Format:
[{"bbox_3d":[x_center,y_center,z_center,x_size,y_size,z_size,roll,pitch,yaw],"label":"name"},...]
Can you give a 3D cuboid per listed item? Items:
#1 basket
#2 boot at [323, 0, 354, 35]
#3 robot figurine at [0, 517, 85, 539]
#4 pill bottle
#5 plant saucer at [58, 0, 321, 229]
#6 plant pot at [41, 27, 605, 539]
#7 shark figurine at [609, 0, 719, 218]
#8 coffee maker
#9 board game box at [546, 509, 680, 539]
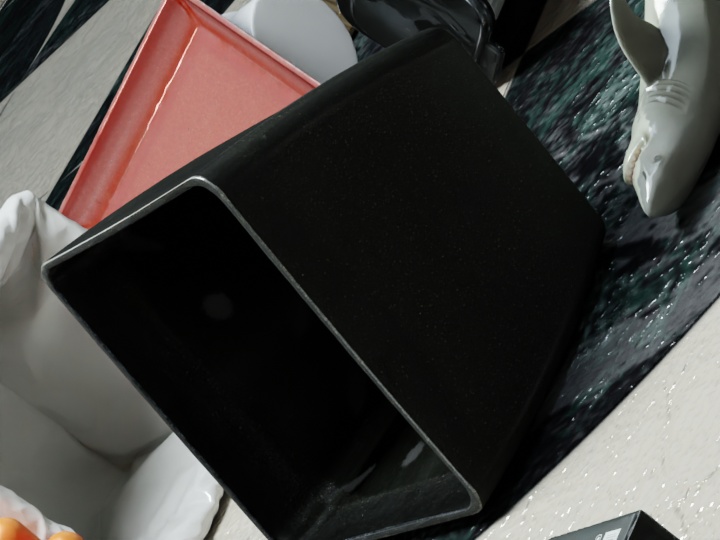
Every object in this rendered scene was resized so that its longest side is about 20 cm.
[{"bbox_3d":[-0.192,0.105,1.550,0.161,0.198,0.201,-41,19,44],"label":"basket"},{"bbox_3d":[-0.054,-0.186,2.079,0.201,0.072,0.166,-64,8,-34],"label":"boot"},{"bbox_3d":[-0.191,0.234,1.376,0.201,0.143,0.117,-70,12,-20],"label":"robot figurine"},{"bbox_3d":[-0.097,-0.117,1.916,0.200,0.114,0.115,-36,22,43],"label":"pill bottle"},{"bbox_3d":[-0.110,-0.068,1.797,0.200,0.037,0.201,37,103,44],"label":"plant saucer"},{"bbox_3d":[0.000,0.000,1.281,0.177,0.200,0.199,-45,11,-29],"label":"plant pot"},{"bbox_3d":[0.168,-0.137,1.253,0.089,0.216,0.128,-2,4,20],"label":"shark figurine"},{"bbox_3d":[0.086,-0.217,1.630,0.134,0.192,0.201,22,71,30],"label":"coffee maker"},{"bbox_3d":[0.041,0.191,1.006,0.135,0.028,0.201,-27,30,57],"label":"board game box"}]
